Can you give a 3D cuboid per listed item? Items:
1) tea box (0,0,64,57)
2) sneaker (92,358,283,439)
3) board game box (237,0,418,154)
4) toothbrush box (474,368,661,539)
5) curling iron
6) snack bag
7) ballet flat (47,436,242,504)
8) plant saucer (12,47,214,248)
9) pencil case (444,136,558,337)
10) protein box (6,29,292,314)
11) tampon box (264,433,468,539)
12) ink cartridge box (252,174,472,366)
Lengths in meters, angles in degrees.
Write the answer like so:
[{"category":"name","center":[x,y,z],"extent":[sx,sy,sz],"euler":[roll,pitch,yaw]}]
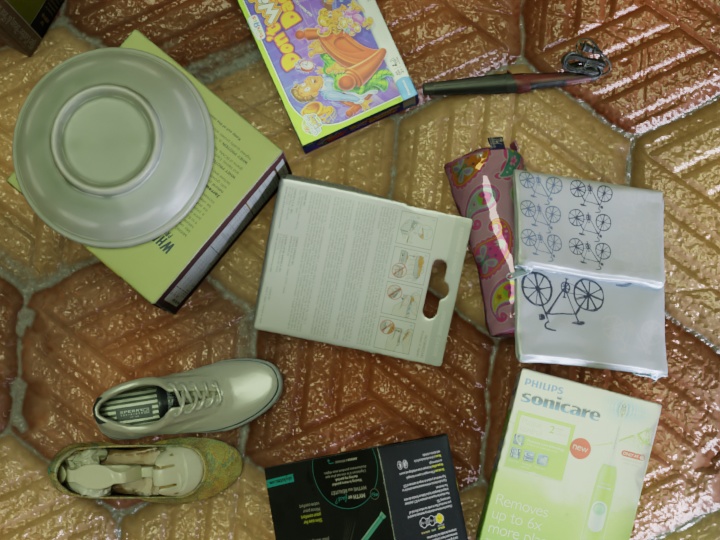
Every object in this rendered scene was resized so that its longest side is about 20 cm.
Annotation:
[{"category":"tea box","center":[-0.368,-0.353,1.639],"extent":[0.133,0.200,0.197],"euler":[29,85,5]},{"category":"sneaker","center":[-0.178,0.136,1.637],"extent":[0.199,0.071,0.073],"euler":[-15,83,1]},{"category":"board game box","center":[-0.039,-0.243,1.689],"extent":[0.134,0.045,0.201],"euler":[-24,83,0]},{"category":"toothbrush box","center":[0.205,0.214,1.604],"extent":[0.145,0.086,0.201],"euler":[15,83,4]},{"category":"curling iron","center":[0.164,-0.208,1.682],"extent":[0.199,0.026,0.050],"euler":[-9,120,5]},{"category":"snack bag","center":[0.232,0.005,1.609],"extent":[0.188,0.021,0.201],"euler":[8,76,-25]},{"category":"ballet flat","center":[-0.223,0.207,1.634],"extent":[0.199,0.071,0.071],"euler":[0,83,2]},{"category":"plant saucer","center":[-0.243,-0.123,1.545],"extent":[0.199,0.050,0.201],"euler":[0,83,3]},{"category":"pencil case","center":[0.148,-0.031,1.637],"extent":[0.087,0.087,0.201],"euler":[-14,82,1]},{"category":"protein box","center":[-0.211,-0.096,1.634],"extent":[0.198,0.135,0.200],"euler":[39,86,6]},{"category":"tampon box","center":[0.014,0.274,1.557],"extent":[0.150,0.126,0.201],"euler":[-15,82,36]},{"category":"ink cartridge box","center":[0.000,0.000,1.640],"extent":[0.199,0.057,0.163],"euler":[11,101,-4]}]
